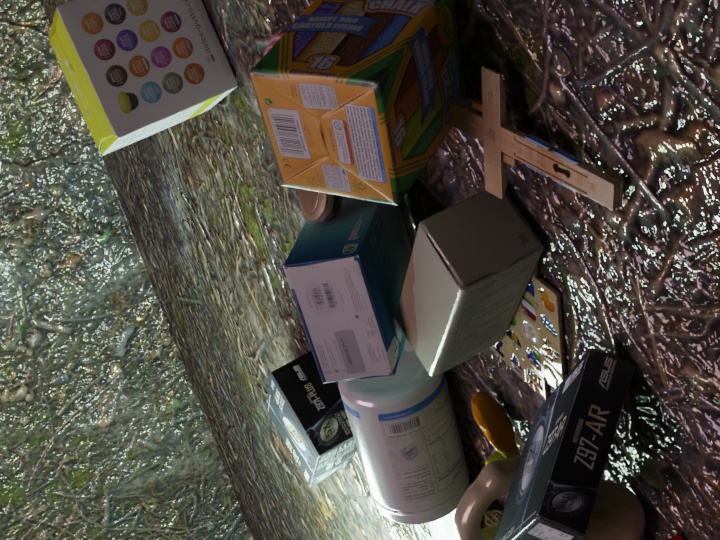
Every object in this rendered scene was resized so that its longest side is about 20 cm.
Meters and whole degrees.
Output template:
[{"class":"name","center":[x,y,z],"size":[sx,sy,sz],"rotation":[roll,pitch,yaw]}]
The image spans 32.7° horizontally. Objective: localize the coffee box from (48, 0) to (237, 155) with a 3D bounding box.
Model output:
[{"class":"coffee box","center":[-0.323,-0.306,1.794],"size":[0.201,0.197,0.200],"rotation":[66,163,-6]}]

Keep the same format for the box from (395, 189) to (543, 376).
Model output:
[{"class":"box","center":[0.099,0.014,1.171],"size":[0.078,0.094,0.200],"rotation":[58,160,21]}]

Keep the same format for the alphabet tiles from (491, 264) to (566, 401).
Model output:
[{"class":"alphabet tiles","center":[0.150,0.031,1.212],"size":[0.166,0.006,0.201],"rotation":[46,155,47]}]

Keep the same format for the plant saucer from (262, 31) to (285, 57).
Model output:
[{"class":"plant saucer","center":[-0.071,-0.185,1.478],"size":[0.201,0.051,0.201],"rotation":[54,160,30]}]

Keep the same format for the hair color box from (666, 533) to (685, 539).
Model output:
[{"class":"hair color box","center":[0.315,0.347,1.082],"size":[0.200,0.064,0.111],"rotation":[54,159,34]}]

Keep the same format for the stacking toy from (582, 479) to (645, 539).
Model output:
[{"class":"stacking toy","center":[0.244,0.295,1.208],"size":[0.085,0.085,0.201],"rotation":[46,162,44]}]

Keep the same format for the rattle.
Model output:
[{"class":"rattle","center":[0.124,0.260,1.346],"size":[0.143,0.130,0.201],"rotation":[37,127,32]}]

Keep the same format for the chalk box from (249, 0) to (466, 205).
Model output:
[{"class":"chalk box","center":[0.014,-0.171,1.069],"size":[0.123,0.200,0.126],"rotation":[11,136,27]}]

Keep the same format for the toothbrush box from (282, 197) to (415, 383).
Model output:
[{"class":"toothbrush box","center":[0.000,0.000,1.303],"size":[0.200,0.085,0.147],"rotation":[-67,-35,-55]}]

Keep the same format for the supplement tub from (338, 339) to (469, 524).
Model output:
[{"class":"supplement tub","center":[0.055,0.197,1.514],"size":[0.132,0.131,0.201],"rotation":[39,150,54]}]

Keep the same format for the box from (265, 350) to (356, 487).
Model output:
[{"class":"box","center":[-0.083,0.253,2.073],"size":[0.164,0.086,0.200],"rotation":[58,162,17]}]

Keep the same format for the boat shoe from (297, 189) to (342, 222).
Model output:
[{"class":"boat shoe","center":[-0.028,-0.140,1.284],"size":[0.072,0.064,0.202],"rotation":[-40,46,48]}]

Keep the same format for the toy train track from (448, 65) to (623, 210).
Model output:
[{"class":"toy train track","center":[0.146,-0.102,1.001],"size":[0.200,0.032,0.116],"rotation":[37,141,46]}]

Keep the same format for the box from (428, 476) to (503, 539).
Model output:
[{"class":"box","center":[0.150,0.359,1.604],"size":[0.198,0.049,0.201],"rotation":[38,149,53]}]

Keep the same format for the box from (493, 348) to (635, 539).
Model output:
[{"class":"box","center":[0.177,0.178,1.101],"size":[0.043,0.161,0.200],"rotation":[21,156,3]}]
